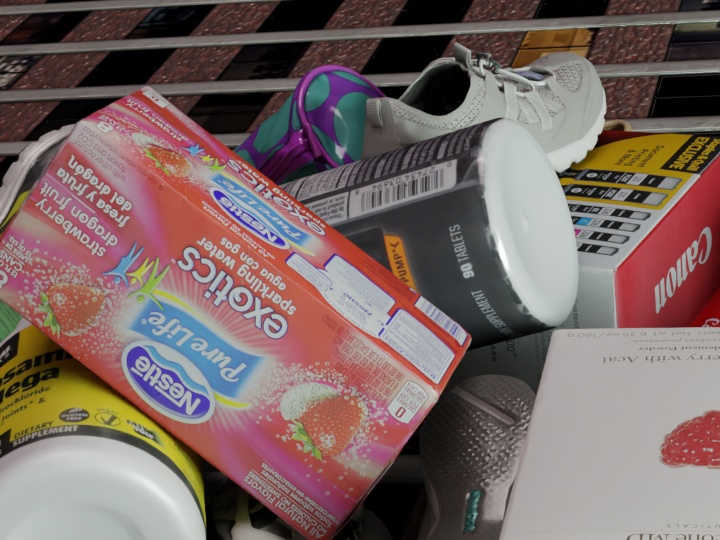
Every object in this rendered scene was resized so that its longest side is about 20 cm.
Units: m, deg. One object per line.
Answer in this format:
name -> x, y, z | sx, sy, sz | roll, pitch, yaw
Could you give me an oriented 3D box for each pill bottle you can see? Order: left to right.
pill bottle -> -0.130, 0.087, 1.004 | 0.111, 0.113, 0.200 | -9, 24, -2
pill bottle -> 0.000, 0.000, 1.067 | 0.199, 0.107, 0.106 | -16, 18, 26

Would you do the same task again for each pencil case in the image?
pencil case -> -0.056, -0.037, 1.246 | 0.092, 0.086, 0.200 | -14, -18, -46

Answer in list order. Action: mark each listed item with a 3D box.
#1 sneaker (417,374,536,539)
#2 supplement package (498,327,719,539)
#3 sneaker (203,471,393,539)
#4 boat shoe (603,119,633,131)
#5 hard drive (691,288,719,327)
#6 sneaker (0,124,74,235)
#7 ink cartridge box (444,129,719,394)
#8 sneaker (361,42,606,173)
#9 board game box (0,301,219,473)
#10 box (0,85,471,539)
sneaker -> 0.050, 0.144, 0.954 | 0.070, 0.081, 0.201 | 3, 46, 21
supplement package -> 0.132, 0.120, 0.913 | 0.120, 0.121, 0.200 | -1, 25, 13
sneaker -> -0.024, 0.136, 0.980 | 0.088, 0.075, 0.200 | -7, 20, -8
boat shoe -> 0.106, -0.040, 1.354 | 0.071, 0.065, 0.199 | 14, 31, 40
hard drive -> 0.176, 0.037, 1.205 | 0.198, 0.026, 0.132 | -13, 24, -11
sneaker -> -0.203, -0.013, 1.368 | 0.084, 0.075, 0.200 | 21, 57, 31
ink cartridge box -> 0.138, -0.005, 1.174 | 0.174, 0.084, 0.200 | 5, 26, 27
sneaker -> 0.073, -0.090, 1.179 | 0.074, 0.083, 0.200 | 6, 26, 35
board game box -> -0.156, 0.068, 1.147 | 0.104, 0.024, 0.200 | -17, 46, -30
box -> -0.059, 0.017, 0.968 | 0.200, 0.096, 0.100 | 37, 17, 1
